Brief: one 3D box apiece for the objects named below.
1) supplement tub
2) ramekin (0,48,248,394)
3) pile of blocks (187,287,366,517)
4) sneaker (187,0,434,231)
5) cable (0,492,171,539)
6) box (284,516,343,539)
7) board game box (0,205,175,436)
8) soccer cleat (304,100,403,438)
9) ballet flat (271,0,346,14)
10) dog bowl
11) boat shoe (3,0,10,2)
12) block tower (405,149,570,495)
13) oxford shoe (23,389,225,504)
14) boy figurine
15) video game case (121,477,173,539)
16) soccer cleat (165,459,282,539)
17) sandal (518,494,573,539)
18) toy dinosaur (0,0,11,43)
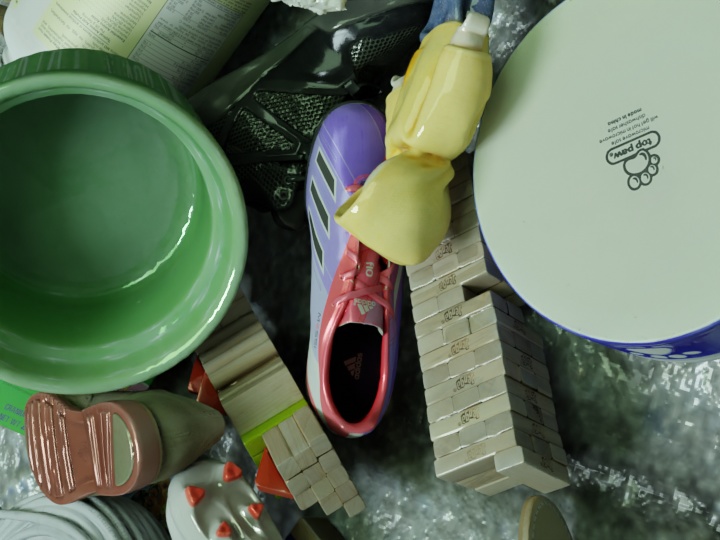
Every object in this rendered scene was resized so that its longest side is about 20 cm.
[{"bbox_3d":[-0.153,-0.181,0.900,0.200,0.145,0.145,-51,58,17],"label":"supplement tub"},{"bbox_3d":[-0.171,-0.036,0.794,0.201,0.199,0.098,-54,23,15],"label":"ramekin"},{"bbox_3d":[-0.067,0.086,0.824,0.062,0.082,0.200,-30,47,-5],"label":"pile of blocks"},{"bbox_3d":[-0.019,-0.097,0.839,0.198,0.076,0.115,-29,77,22],"label":"sneaker"},{"bbox_3d":[-0.193,0.244,0.856,0.199,0.069,0.202,-17,65,38],"label":"cable"},{"bbox_3d":[-0.051,0.270,0.820,0.121,0.032,0.201,45,108,32],"label":"box"},{"bbox_3d":[-0.196,0.020,0.894,0.201,0.152,0.040,-56,23,15],"label":"board game box"},{"bbox_3d":[0.000,0.000,0.783,0.067,0.073,0.202,2,96,-9],"label":"soccer cleat"},{"bbox_3d":[-0.007,-0.199,0.807,0.071,0.200,0.072,7,120,13],"label":"ballet flat"},{"bbox_3d":[0.162,-0.055,0.698,0.199,0.079,0.202,-7,78,34],"label":"dog bowl"},{"bbox_3d":[-0.243,-0.296,1.028,0.200,0.072,0.073,-39,62,23],"label":"boat shoe"},{"bbox_3d":[0.066,0.028,0.744,0.058,0.054,0.202,-27,56,29],"label":"block tower"},{"bbox_3d":[-0.156,0.109,0.833,0.199,0.073,0.072,-2,95,54],"label":"oxford shoe"},{"bbox_3d":[0.037,-0.102,0.737,0.124,0.064,0.202,173,115,-74],"label":"boy figurine"},{"bbox_3d":[-0.150,0.231,0.880,0.143,0.018,0.201,-36,54,30],"label":"video game case"},{"bbox_3d":[-0.055,0.205,0.783,0.201,0.069,0.078,58,149,17],"label":"soccer cleat"},{"bbox_3d":[0.129,0.210,0.658,0.069,0.078,0.213,-20,51,30],"label":"sandal"},{"bbox_3d":[-0.245,-0.179,0.971,0.058,0.200,0.102,17,76,6],"label":"toy dinosaur"}]
